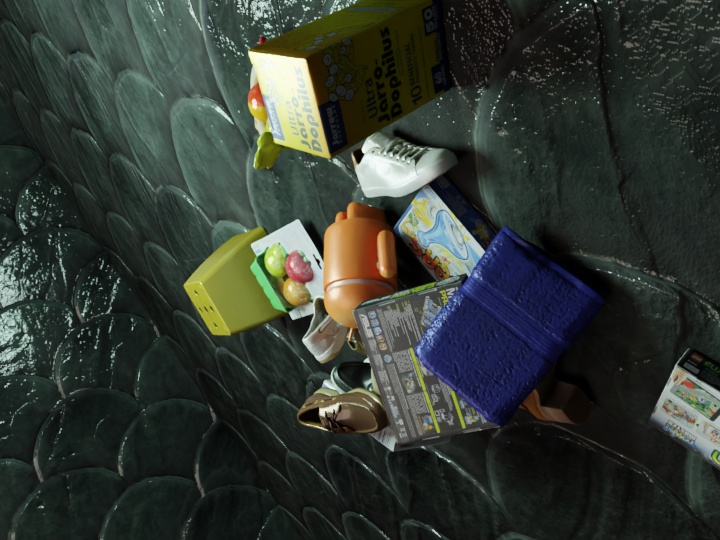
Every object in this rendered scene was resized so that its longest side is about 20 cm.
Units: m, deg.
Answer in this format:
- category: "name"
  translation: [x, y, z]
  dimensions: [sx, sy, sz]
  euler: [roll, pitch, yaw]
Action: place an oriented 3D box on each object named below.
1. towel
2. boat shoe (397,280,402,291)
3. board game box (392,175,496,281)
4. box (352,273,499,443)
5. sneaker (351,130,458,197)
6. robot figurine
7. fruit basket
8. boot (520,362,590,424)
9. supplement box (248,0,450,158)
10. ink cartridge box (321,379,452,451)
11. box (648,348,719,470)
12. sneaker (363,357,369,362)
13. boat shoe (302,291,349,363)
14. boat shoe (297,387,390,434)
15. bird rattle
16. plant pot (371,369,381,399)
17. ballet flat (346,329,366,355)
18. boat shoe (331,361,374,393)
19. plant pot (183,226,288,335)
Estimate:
- category: "towel"
  translation: [0.175, 0.067, 0.767]
  dimensions: [0.147, 0.201, 0.049]
  euler: [39, -173, 19]
- category: "boat shoe"
  translation: [0.010, 0.019, 1.071]
  dimensions: [0.199, 0.073, 0.068]
  euler: [40, 165, 37]
- category: "board game box"
  translation: [0.139, -0.020, 0.878]
  dimensions: [0.200, 0.034, 0.136]
  euler: [51, 151, 9]
- category: "box"
  translation: [0.095, 0.122, 0.853]
  dimensions: [0.159, 0.044, 0.202]
  euler: [-17, 97, 22]
- category: "sneaker"
  translation: [0.045, -0.148, 0.848]
  dimensions: [0.199, 0.073, 0.085]
  euler: [0, 123, 58]
- category: "robot figurine"
  translation: [0.000, 0.001, 0.967]
  dimensions: [0.142, 0.202, 0.117]
  euler: [-8, 157, 19]
- category: "fruit basket"
  translation: [-0.127, 0.001, 1.280]
  dimensions: [0.199, 0.094, 0.186]
  euler: [-22, 102, 45]
- category: "boot"
  translation: [0.212, 0.126, 0.879]
  dimensions: [0.200, 0.077, 0.155]
  euler: [47, 160, -19]
- category: "supplement box"
  translation: [-0.006, -0.225, 0.715]
  dimensions: [0.109, 0.199, 0.110]
  euler: [24, 140, 44]
- category: "ink cartridge box"
  translation: [0.062, 0.248, 1.121]
  dimensions: [0.195, 0.199, 0.044]
  euler: [24, 100, 45]
- category: "box"
  translation: [0.414, 0.179, 0.664]
  dimensions: [0.199, 0.035, 0.111]
  euler: [36, 146, 32]
- category: "sneaker"
  translation: [0.055, 0.141, 1.103]
  dimensions: [0.200, 0.068, 0.108]
  euler: [-7, 132, 46]
- category: "boat shoe"
  translation: [-0.047, 0.062, 1.089]
  dimensions: [0.071, 0.201, 0.069]
  euler: [-30, 116, 35]
- category: "boat shoe"
  translation: [-0.030, 0.232, 1.009]
  dimensions: [0.199, 0.067, 0.073]
  euler: [-10, 105, 52]
- category: "bird rattle"
  translation: [-0.147, -0.266, 1.003]
  dimensions: [0.163, 0.112, 0.202]
  euler: [45, 151, 52]
- category: "plant pot"
  translation: [0.088, 0.130, 0.960]
  dimensions: [0.027, 0.202, 0.199]
  euler: [32, 170, -40]
- category: "ballet flat"
  translation: [-0.003, 0.108, 1.147]
  dimensions: [0.071, 0.069, 0.200]
  euler: [8, 162, 3]
- category: "boat shoe"
  translation: [0.048, 0.189, 1.043]
  dimensions: [0.198, 0.075, 0.066]
  euler: [23, 146, 7]
- category: "plant pot"
  translation: [-0.277, 0.042, 1.433]
  dimensions: [0.199, 0.176, 0.201]
  euler: [-9, 113, 58]
